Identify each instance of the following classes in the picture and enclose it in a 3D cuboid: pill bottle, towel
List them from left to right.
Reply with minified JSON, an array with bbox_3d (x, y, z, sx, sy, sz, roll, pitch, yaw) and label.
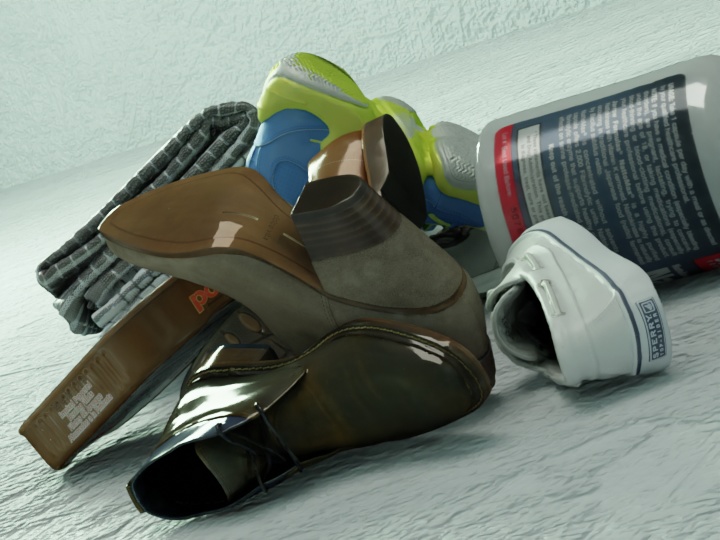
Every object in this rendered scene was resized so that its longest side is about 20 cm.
[{"bbox_3d":[-0.125,-0.025,1.606,0.200,0.086,0.166,-45,-5,0],"label":"towel"},{"bbox_3d":[0.177,-0.055,1.315,0.200,0.120,0.120,-16,9,22],"label":"pill bottle"}]

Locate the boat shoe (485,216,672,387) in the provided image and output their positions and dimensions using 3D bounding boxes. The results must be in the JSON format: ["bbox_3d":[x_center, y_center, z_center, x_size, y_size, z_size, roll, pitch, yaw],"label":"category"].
[{"bbox_3d":[0.096,0.017,1.194,0.065,0.074,0.200,-17,7,-10],"label":"boat shoe"}]

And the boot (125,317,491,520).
[{"bbox_3d":[-0.028,0.083,1.150,0.200,0.075,0.097,-11,31,45],"label":"boot"}]

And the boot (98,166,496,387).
[{"bbox_3d":[-0.028,0.019,1.211,0.200,0.146,0.070,-1,42,40],"label":"boot"}]

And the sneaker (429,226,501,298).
[{"bbox_3d":[0.087,-0.030,1.501,0.200,0.080,0.074,-26,12,-29],"label":"sneaker"}]

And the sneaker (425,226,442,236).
[{"bbox_3d":[0.019,-0.051,1.564,0.075,0.115,0.200,-11,-4,26],"label":"sneaker"}]

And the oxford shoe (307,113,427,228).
[{"bbox_3d":[0.000,0.000,1.335,0.071,0.071,0.200,-21,42,17],"label":"oxford shoe"}]

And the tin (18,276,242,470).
[{"bbox_3d":[-0.131,0.053,1.368,0.112,0.042,0.200,-32,-8,-43],"label":"tin"}]

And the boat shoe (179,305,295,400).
[{"bbox_3d":[-0.041,0.049,1.370,0.200,0.075,0.073,-34,-7,-48],"label":"boat shoe"}]

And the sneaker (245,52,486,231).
[{"bbox_3d":[0.018,-0.050,1.447,0.105,0.200,0.076,-60,-4,19],"label":"sneaker"}]
